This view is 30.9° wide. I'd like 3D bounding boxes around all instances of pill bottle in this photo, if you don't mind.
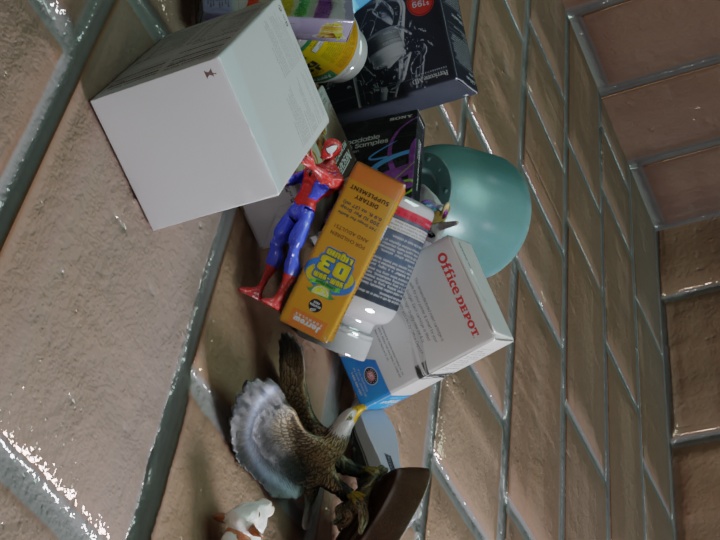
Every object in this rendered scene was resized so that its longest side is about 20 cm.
[{"bbox_3d":[-0.068,-0.306,1.680,0.200,0.112,0.113,14,63,-66],"label":"pill bottle"},{"bbox_3d":[0.000,0.000,1.560,0.120,0.119,0.201,23,88,-63],"label":"pill bottle"}]

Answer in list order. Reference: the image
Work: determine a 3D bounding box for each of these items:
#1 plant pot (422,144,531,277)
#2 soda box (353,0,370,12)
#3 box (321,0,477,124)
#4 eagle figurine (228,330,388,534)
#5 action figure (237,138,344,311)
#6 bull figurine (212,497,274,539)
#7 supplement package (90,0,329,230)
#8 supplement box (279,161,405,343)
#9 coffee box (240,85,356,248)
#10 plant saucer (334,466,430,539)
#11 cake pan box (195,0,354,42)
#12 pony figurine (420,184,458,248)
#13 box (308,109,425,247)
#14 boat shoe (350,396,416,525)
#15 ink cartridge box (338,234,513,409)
[{"bbox_3d":[0.126,-0.096,1.927,0.161,0.200,0.201,17,60,-50],"label":"plant pot"},{"bbox_3d":[-0.039,-0.423,1.758,0.068,0.064,0.200,56,-5,-40],"label":"soda box"},{"bbox_3d":[0.044,-0.318,1.840,0.104,0.199,0.183,9,68,-68],"label":"box"},{"bbox_3d":[-0.058,0.183,1.429,0.200,0.151,0.152,42,-16,-6],"label":"eagle figurine"},{"bbox_3d":[-0.083,-0.065,1.434,0.099,0.065,0.200,33,83,-49],"label":"action figure"},{"bbox_3d":[-0.102,0.326,1.268,0.121,0.065,0.201,48,36,-44],"label":"bull figurine"},{"bbox_3d":[-0.149,-0.165,1.347,0.200,0.150,0.152,-63,135,-59],"label":"supplement package"},{"bbox_3d":[-0.019,-0.019,1.469,0.069,0.066,0.201,-34,150,-88],"label":"supplement box"},{"bbox_3d":[-0.082,-0.129,1.578,0.115,0.079,0.200,66,24,-23],"label":"coffee box"},{"bbox_3d":[0.006,0.293,1.437,0.034,0.200,0.200,35,30,-4],"label":"plant saucer"},{"bbox_3d":[-0.105,-0.369,1.550,0.052,0.183,0.201,121,-31,-60],"label":"cake pan box"},{"bbox_3d":[0.059,-0.032,1.755,0.166,0.193,0.201,-19,127,-34],"label":"pony figurine"},{"bbox_3d":[0.009,-0.123,1.710,0.200,0.142,0.036,-83,156,-43],"label":"box"},{"bbox_3d":[0.014,0.240,1.608,0.069,0.057,0.200,32,28,-38],"label":"boat shoe"},{"bbox_3d":[0.071,0.067,1.631,0.084,0.200,0.146,15,50,-65],"label":"ink cartridge box"}]
